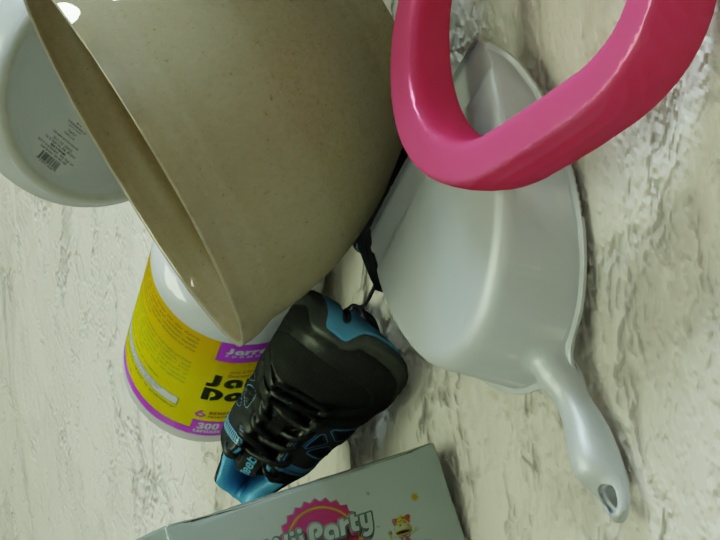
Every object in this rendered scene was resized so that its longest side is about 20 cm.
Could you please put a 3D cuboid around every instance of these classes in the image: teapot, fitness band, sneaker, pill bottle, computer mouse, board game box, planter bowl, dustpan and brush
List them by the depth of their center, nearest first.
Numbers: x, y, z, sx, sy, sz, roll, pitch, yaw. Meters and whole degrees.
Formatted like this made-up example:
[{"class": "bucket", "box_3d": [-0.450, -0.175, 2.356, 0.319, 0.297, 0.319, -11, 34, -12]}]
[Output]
[{"class": "fitness band", "box_3d": [0.067, -0.113, 0.766, 0.200, 0.037, 0.145, -34, 59, 55]}, {"class": "dustpan and brush", "box_3d": [0.067, 0.020, 0.843, 0.140, 0.057, 0.201, 120, 149, -43]}, {"class": "planter bowl", "box_3d": [-0.053, -0.085, 0.939, 0.201, 0.134, 0.200, 55, 168, 17]}, {"class": "board game box", "box_3d": [-0.048, 0.152, 1.048, 0.200, 0.146, 0.065, 140, 113, -68]}, {"class": "computer mouse", "box_3d": [0.000, 0.000, 1.052, 0.201, 0.034, 0.059, 108, 150, -51]}, {"class": "sneaker", "box_3d": [-0.030, 0.076, 1.063, 0.073, 0.082, 0.200, 36, 157, 5]}, {"class": "pill bottle", "box_3d": [-0.080, 0.016, 1.186, 0.200, 0.103, 0.105, 114, 146, -57]}, {"class": "teapot", "box_3d": [-0.192, -0.146, 1.341, 0.146, 0.196, 0.202, 38, 132, 50]}]
